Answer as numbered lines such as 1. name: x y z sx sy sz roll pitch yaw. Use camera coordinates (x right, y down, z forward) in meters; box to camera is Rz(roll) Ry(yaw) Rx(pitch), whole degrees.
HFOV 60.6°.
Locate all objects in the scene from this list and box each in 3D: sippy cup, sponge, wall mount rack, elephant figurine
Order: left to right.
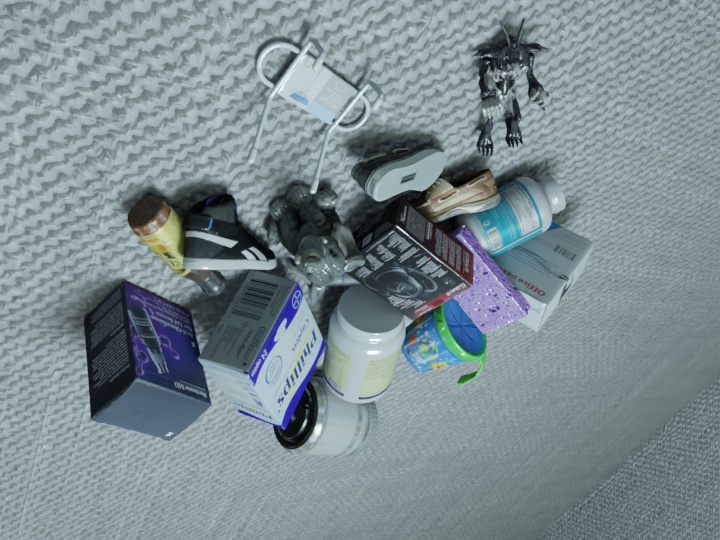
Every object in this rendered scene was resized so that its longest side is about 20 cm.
1. wall mount rack: -0.068 -0.210 0.846 0.199 0.075 0.174 22 120 -42
2. elephant figurine: -0.065 -0.023 0.948 0.153 0.201 0.142 3 131 -33
3. sippy cup: 0.150 0.128 1.176 0.139 0.180 0.130 12 144 -45
4. sponge: 0.205 0.020 1.115 0.200 0.030 0.111 48 138 -12

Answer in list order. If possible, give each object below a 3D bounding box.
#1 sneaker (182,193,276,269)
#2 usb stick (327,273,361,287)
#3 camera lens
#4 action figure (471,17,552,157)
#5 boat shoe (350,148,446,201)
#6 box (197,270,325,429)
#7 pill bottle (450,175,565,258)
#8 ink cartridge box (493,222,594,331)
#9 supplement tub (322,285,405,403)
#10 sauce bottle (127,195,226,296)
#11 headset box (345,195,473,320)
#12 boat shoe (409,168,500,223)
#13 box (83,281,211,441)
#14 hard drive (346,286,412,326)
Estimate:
1. sneaker: -0.188 -0.058 0.941 0.199 0.072 0.114 -3 97 -66
2. usb stick: 0.000 0.000 1.121 0.197 0.056 0.033 -1 176 -24
3. camera lens: -0.078 0.316 1.332 0.199 0.161 0.160 21 120 -43
4. action figure: 0.229 -0.270 0.941 0.117 0.103 0.201 -11 140 -3
5. boat shoe: 0.065 -0.165 0.976 0.199 0.063 0.071 -22 141 -47
6. box: -0.160 0.138 1.063 0.201 0.104 0.185 72 37 -51
7. pill bottle: 0.274 -0.100 1.139 0.198 0.111 0.111 -26 141 -3
8. ink cartridge box: 0.334 -0.002 1.190 0.200 0.144 0.084 -43 151 -31
9. supplement tub: 0.006 0.138 1.165 0.143 0.146 0.202 -10 137 -22
10. sauce bottle: -0.267 -0.028 0.929 0.065 0.066 0.201 -30 139 2
11. headset box: 0.086 -0.010 1.049 0.199 0.078 0.148 34 134 -24
12. boat shoe: 0.142 -0.129 1.071 0.197 0.076 0.073 -15 110 -3
13. box: -0.334 0.142 0.963 0.104 0.201 0.148 -39 140 14
14. hard drive: 0.049 0.074 1.256 0.197 0.026 0.133 0 132 -30
